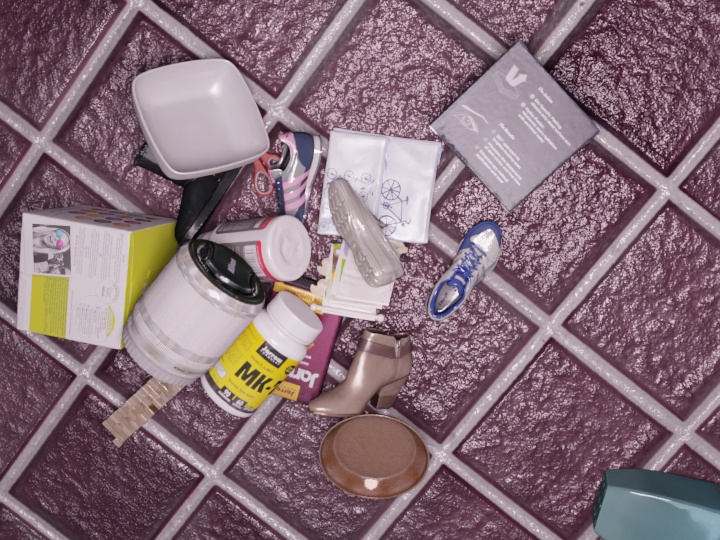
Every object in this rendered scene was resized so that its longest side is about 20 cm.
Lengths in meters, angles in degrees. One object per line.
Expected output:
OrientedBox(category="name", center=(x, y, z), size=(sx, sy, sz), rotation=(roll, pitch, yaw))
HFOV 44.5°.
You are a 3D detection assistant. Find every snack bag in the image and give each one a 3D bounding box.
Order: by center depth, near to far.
OrientedBox(category="snack bag", center=(0.034, -0.142, 1.523), size=(0.199, 0.021, 0.189), rotation=(8, 89, 4))

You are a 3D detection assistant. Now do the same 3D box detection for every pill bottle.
OrientedBox(category="pill bottle", center=(-0.162, 0.136, 1.458), size=(0.114, 0.114, 0.200), rotation=(41, 103, -3))
OrientedBox(category="pill bottle", center=(-0.192, -0.033, 1.505), size=(0.199, 0.111, 0.111), rotation=(-3, 101, 37))

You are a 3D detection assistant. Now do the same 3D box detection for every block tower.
OrientedBox(category="block tower", center=(-0.391, 0.239, 1.633), size=(0.200, 0.054, 0.058), rotation=(-44, 93, 10))

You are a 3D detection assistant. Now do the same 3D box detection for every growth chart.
OrientedBox(category="growth chart", center=(0.000, 0.000, 1.511), size=(0.144, 0.018, 0.200), rotation=(16, 59, 7))

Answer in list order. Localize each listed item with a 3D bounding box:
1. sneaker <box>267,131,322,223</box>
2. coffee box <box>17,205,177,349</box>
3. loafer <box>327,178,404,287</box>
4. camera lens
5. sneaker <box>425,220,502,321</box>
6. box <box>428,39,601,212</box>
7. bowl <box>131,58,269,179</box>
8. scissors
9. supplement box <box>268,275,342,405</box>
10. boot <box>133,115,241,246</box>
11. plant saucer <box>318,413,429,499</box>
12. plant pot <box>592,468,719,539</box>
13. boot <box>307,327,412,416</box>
OrientedBox(category="sneaker", center=(-0.129, -0.144, 1.517), size=(0.082, 0.070, 0.201), rotation=(8, 105, -25))
OrientedBox(category="coffee box", center=(-0.444, 0.004, 1.514), size=(0.197, 0.200, 0.201), rotation=(9, 100, 11))
OrientedBox(category="loafer", center=(0.007, -0.067, 1.486), size=(0.070, 0.070, 0.201), rotation=(-20, 80, -31))
OrientedBox(category="camera lens", center=(-0.261, 0.063, 1.394), size=(0.160, 0.160, 0.200), rotation=(41, 107, -3))
OrientedBox(category="sneaker", center=(0.183, 0.007, 1.519), size=(0.075, 0.088, 0.200), rotation=(31, 100, 1))
OrientedBox(category="box", center=(0.250, -0.237, 1.454), size=(0.200, 0.117, 0.197), rotation=(-42, 93, 12))
OrientedBox(category="bowl", center=(-0.273, -0.246, 1.474), size=(0.199, 0.075, 0.201), rotation=(-19, 79, -29))
OrientedBox(category="scissors", center=(-0.188, -0.224, 1.554), size=(0.073, 0.014, 0.201), rotation=(-26, 96, 12))
OrientedBox(category="supplement box", center=(-0.108, 0.118, 1.559), size=(0.130, 0.103, 0.201), rotation=(16, 102, 2))
OrientedBox(category="boot", center=(-0.314, -0.157, 1.519), size=(0.162, 0.073, 0.199), rotation=(32, 75, -8))
OrientedBox(category="plant saucer", center=(0.025, 0.329, 1.594), size=(0.200, 0.037, 0.201), rotation=(2, 119, 4))
OrientedBox(category="plant pot", center=(0.516, 0.431, 1.539), size=(0.199, 0.141, 0.142), rotation=(16, 101, 10))
OrientedBox(category="boot", center=(0.004, 0.173, 1.534), size=(0.199, 0.070, 0.147), rotation=(-1, 107, -38))
